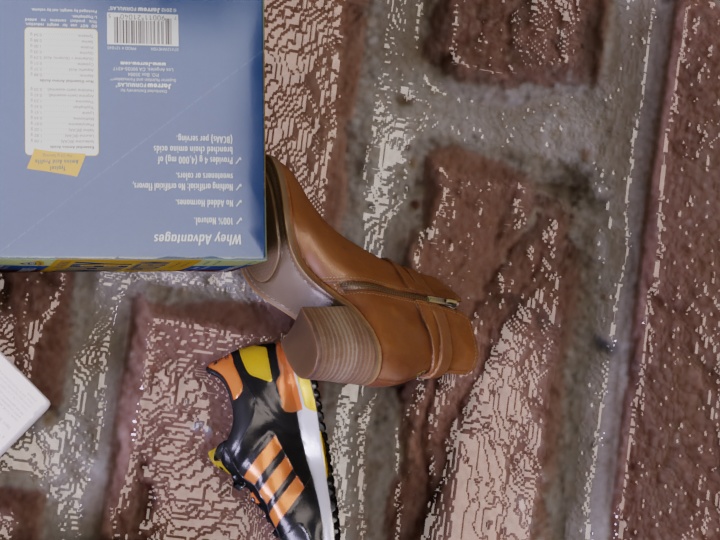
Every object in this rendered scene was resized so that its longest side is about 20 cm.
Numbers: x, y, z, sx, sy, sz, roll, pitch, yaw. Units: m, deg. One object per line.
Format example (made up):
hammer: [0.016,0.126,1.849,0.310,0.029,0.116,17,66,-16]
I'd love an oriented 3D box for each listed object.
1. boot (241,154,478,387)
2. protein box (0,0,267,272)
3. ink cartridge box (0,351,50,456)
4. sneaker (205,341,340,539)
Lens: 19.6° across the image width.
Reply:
boot: [0.000,0.000,1.577,0.155,0.077,0.200,1,49,-35]
protein box: [-0.176,-0.102,1.510,0.198,0.135,0.200,0,87,-15]
ink cartridge box: [-0.334,0.127,1.491,0.116,0.067,0.200,46,76,-7]
sneaker: [-0.066,0.154,1.565,0.090,0.070,0.200,-8,89,0]
